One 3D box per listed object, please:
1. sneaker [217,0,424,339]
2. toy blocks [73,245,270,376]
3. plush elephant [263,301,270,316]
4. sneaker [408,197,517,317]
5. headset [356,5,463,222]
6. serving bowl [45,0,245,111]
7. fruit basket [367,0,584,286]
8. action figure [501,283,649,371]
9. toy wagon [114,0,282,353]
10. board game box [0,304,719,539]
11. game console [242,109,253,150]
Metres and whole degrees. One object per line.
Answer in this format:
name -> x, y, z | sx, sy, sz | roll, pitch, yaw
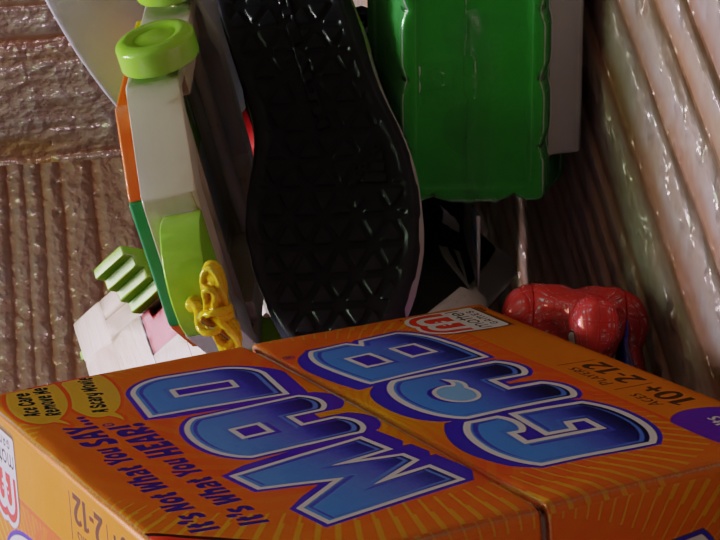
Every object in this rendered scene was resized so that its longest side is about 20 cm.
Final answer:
sneaker -> -0.011, -0.048, 0.777 | 0.083, 0.071, 0.201 | 64, -164, -65
toy blocks -> -0.071, 0.049, 0.985 | 0.200, 0.100, 0.137 | -39, 60, 30
plush elephant -> -0.027, 0.130, 0.855 | 0.165, 0.155, 0.200 | 44, -161, -19
sneaker -> 0.000, 0.000, 0.832 | 0.073, 0.112, 0.200 | -51, -3, 15
headset -> 0.013, -0.043, 0.983 | 0.124, 0.093, 0.201 | -71, -30, -63
serving bowl -> -0.100, -0.160, 0.906 | 0.201, 0.065, 0.201 | 59, -166, -25
fruit basket -> 0.054, -0.114, 0.836 | 0.200, 0.093, 0.187 | -71, -18, -68
action figure -> 0.077, 0.061, 0.761 | 0.200, 0.065, 0.100 | 111, 160, -75
toy wagon -> -0.066, -0.032, 0.765 | 0.200, 0.039, 0.156 | -90, -13, -59
board game box -> 0.009, 0.142, 0.606 | 0.199, 0.198, 0.202 | 21, 117, 60
game console -> -0.046, -0.092, 1.083 | 0.200, 0.031, 0.178 | 104, -173, -63
